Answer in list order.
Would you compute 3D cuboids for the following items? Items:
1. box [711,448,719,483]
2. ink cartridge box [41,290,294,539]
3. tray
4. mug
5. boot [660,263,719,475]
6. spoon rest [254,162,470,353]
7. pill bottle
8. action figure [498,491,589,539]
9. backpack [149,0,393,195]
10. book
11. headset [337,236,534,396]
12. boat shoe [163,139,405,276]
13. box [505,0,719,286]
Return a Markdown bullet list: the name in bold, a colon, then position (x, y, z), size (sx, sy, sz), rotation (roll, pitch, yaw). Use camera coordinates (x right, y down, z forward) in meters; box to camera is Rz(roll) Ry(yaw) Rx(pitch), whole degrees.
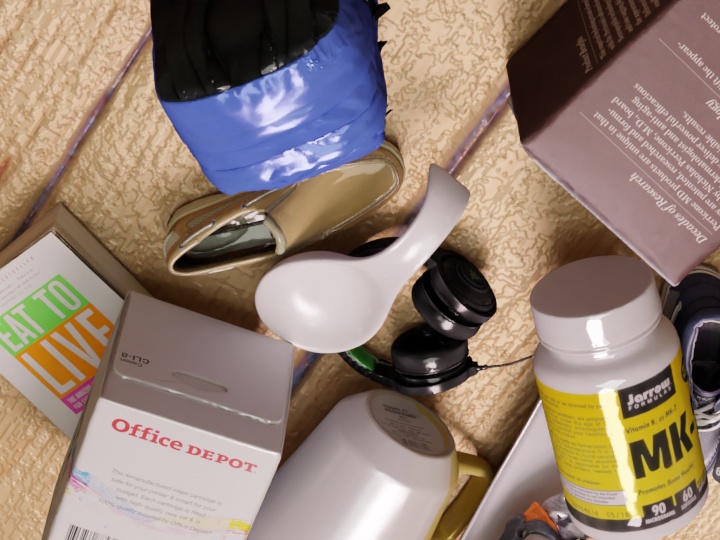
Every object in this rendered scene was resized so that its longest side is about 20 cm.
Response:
- **box**: position (0.375, 0.101, 1.511), size (0.106, 0.122, 0.200), rotation (-11, 124, -39)
- **ink cartridge box**: position (-0.152, 0.148, 1.505), size (0.145, 0.145, 0.200), rotation (19, 123, -9)
- **tray**: position (0.149, 0.171, 1.607), size (0.107, 0.022, 0.200), rotation (8, 120, -34)
- **mug**: position (0.010, 0.174, 1.571), size (0.149, 0.187, 0.153), rotation (37, 115, 11)
- **boot**: position (0.267, 0.101, 1.548), size (0.073, 0.090, 0.200), rotation (-4, 117, 3)
- **spoon rest**: position (0.000, 0.000, 1.467), size (0.099, 0.061, 0.200), rotation (36, 124, -21)
- **pill bottle**: position (0.195, 0.098, 1.477), size (0.114, 0.114, 0.200), rotation (-13, 116, 7)
- **action figure**: position (0.129, 0.259, 1.552), size (0.105, 0.200, 0.194), rotation (38, 77, -6)
- **backpack**: position (-0.052, -0.143, 1.365), size (0.162, 0.200, 0.168), rotation (-25, 123, 13)
- **book**: position (-0.224, 0.060, 1.563), size (0.134, 0.048, 0.200), rotation (-35, 114, 20)
- **headset**: position (0.071, 0.042, 1.545), size (0.200, 0.094, 0.124), rotation (22, 119, 7)
- **boat shoe**: position (-0.057, -0.039, 1.489), size (0.200, 0.076, 0.072), rotation (-24, 112, 11)
- **box**: position (0.233, -0.136, 1.386), size (0.164, 0.166, 0.200), rotation (39, 111, -18)
